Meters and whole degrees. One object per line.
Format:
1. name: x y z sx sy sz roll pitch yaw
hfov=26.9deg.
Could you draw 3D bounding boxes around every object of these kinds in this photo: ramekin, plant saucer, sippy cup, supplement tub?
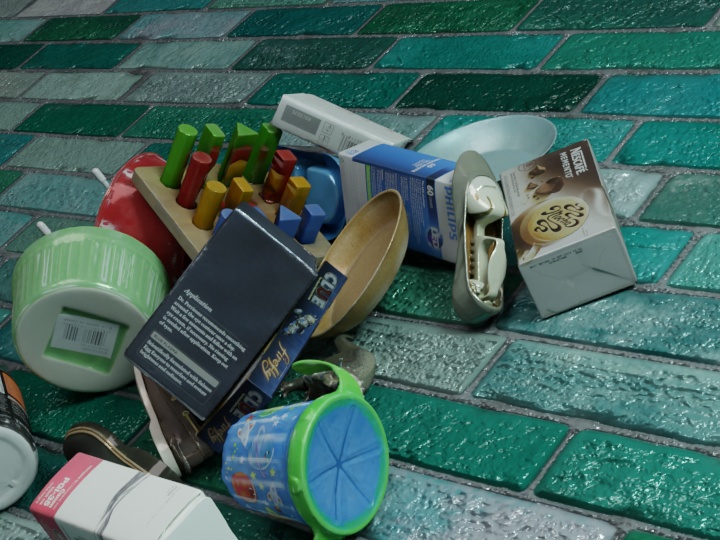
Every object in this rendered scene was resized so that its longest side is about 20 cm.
1. ramekin: -0.332 0.055 1.842 0.198 0.201 0.098 -20 37 12
2. plant saucer: 0.153 -0.132 1.879 0.199 0.039 0.201 -17 25 8
3. plant saucer: 0.000 0.000 1.750 0.200 0.035 0.201 -50 20 25
4. sippy cup: -0.062 0.188 1.476 0.129 0.140 0.178 -3 35 39
5. supplement tub: -0.457 0.190 1.799 0.122 0.123 0.200 -30 29 -6

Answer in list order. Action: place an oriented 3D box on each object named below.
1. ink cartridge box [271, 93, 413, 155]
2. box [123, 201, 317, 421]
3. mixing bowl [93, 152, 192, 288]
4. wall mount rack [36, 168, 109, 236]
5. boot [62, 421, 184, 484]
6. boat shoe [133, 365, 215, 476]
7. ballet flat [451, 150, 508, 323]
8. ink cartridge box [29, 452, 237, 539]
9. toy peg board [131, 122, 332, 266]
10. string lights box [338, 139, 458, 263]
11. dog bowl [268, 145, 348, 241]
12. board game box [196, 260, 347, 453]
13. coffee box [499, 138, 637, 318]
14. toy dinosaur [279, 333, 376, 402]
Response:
1. ink cartridge box: -0.021 -0.182 1.978 0.200 0.161 0.051 -28 -38 -80
2. box: -0.149 0.038 1.663 0.201 0.117 0.197 -51 5 2
3. mixing bowl: -0.251 -0.043 1.954 0.107 0.201 0.201 16 47 21
4. wall mount rack: -0.346 -0.024 1.989 0.074 0.175 0.200 20 50 22
5. boot: -0.298 0.248 1.639 0.199 0.078 0.138 12 52 49
6. boat shoe: -0.213 0.158 1.709 0.059 0.072 0.200 -23 34 -6
7. ballet flat: 0.138 -0.042 1.660 0.064 0.067 0.202 -22 60 55
8. ink cartridge box: -0.206 0.269 1.454 0.199 0.147 0.083 8 45 45
9. toy peg board: -0.144 -0.098 1.858 0.199 0.098 0.199 -6 42 -40
10. string lights box: 0.064 -0.083 1.796 0.059 0.104 0.199 -26 31 -37
11. dog bowl: -0.061 -0.103 1.953 0.049 0.113 0.199 -6 13 -40
12. board game box: -0.095 0.094 1.648 0.136 0.034 0.201 -47 7 46
13. coffee box: 0.227 -0.050 1.666 0.112 0.080 0.201 -21 31 12
14. toy dinosaur: -0.022 0.120 1.625 0.101 0.078 0.200 -15 6 23
